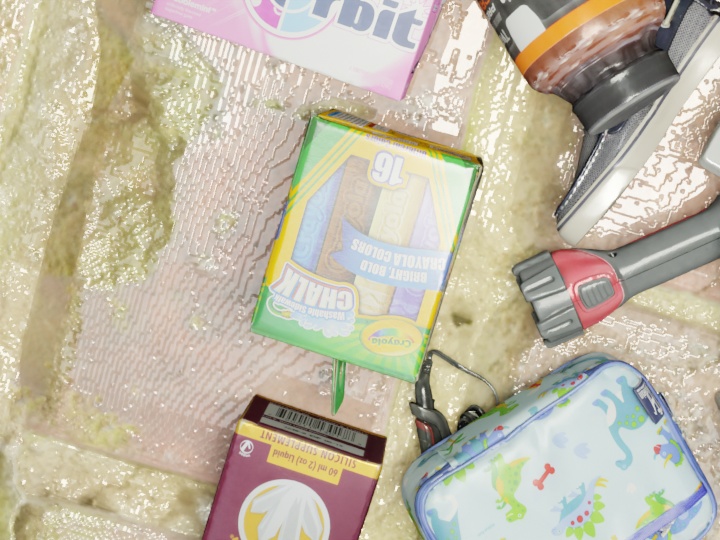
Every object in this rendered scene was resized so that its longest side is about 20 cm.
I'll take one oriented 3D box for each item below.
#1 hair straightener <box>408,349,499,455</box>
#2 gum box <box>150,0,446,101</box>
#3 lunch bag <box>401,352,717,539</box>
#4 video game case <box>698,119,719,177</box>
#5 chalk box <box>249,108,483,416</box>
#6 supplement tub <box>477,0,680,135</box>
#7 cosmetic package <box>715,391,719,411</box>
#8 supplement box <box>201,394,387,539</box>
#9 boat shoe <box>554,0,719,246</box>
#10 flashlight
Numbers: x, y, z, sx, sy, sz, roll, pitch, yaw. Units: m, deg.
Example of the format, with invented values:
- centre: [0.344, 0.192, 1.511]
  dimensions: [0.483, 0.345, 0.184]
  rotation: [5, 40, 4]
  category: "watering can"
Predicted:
- centre: [0.083, 0.156, 1.191]
  dimensions: [0.076, 0.041, 0.201]
  rotation: [-11, 92, -9]
  category: "hair straightener"
- centre: [-0.034, -0.204, 1.129]
  dimensions: [0.199, 0.066, 0.114]
  rotation: [20, 100, 1]
  category: "gum box"
- centre: [0.145, 0.166, 1.140]
  dimensions: [0.199, 0.082, 0.161]
  rotation: [-31, 99, -6]
  category: "lunch bag"
- centre: [0.341, -0.122, 1.101]
  dimensions: [0.143, 0.018, 0.201]
  rotation: [31, 79, 0]
  category: "video game case"
- centre: [0.000, 0.000, 1.126]
  dimensions: [0.123, 0.124, 0.201]
  rotation: [18, 98, 2]
  category: "chalk box"
- centre: [0.129, -0.192, 1.048]
  dimensions: [0.107, 0.107, 0.201]
  rotation: [-31, 83, 8]
  category: "supplement tub"
- centre: [0.358, 0.142, 1.077]
  dimensions: [0.166, 0.200, 0.168]
  rotation: [-27, 95, 8]
  category: "cosmetic package"
- centre: [-0.062, 0.208, 1.178]
  dimensions: [0.110, 0.086, 0.201]
  rotation: [18, 99, 2]
  category: "supplement box"
- centre: [0.175, -0.121, 1.121]
  dimensions: [0.093, 0.075, 0.200]
  rotation: [36, 85, 4]
  category: "boat shoe"
- centre: [0.211, -0.013, 1.140]
  dimensions: [0.199, 0.068, 0.068]
  rotation: [-25, 61, 3]
  category: "flashlight"
